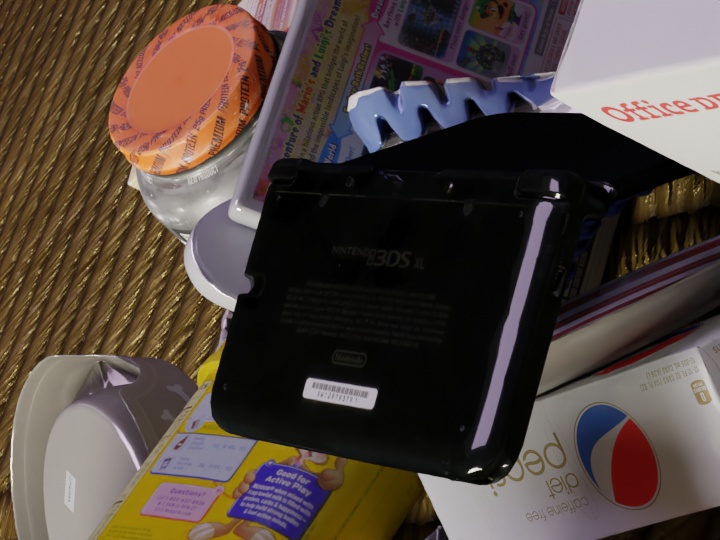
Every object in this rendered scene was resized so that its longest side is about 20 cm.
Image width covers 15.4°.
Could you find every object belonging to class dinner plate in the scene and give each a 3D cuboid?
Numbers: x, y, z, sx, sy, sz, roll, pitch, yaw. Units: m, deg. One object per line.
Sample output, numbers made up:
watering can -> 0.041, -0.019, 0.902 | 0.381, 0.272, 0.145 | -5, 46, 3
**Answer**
dinner plate -> 0.098, 0.025, 1.129 | 0.200, 0.024, 0.200 | -26, 1, 1

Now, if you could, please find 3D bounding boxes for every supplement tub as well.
supplement tub -> -0.034, -0.042, 1.396 | 0.122, 0.200, 0.123 | -26, 41, 24

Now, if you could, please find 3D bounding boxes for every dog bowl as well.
dog bowl -> -0.126, 0.139, 1.476 | 0.200, 0.059, 0.201 | 21, 116, 54

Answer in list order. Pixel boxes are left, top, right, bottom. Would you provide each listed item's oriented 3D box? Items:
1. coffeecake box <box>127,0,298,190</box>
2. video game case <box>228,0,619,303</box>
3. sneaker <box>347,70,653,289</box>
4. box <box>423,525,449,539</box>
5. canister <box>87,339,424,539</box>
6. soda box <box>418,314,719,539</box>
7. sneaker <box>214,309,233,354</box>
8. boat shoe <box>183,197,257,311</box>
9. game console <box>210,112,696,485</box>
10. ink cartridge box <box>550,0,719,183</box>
coffeecake box -> -0.016, -0.087, 1.503 | 0.200, 0.153, 0.073 | -39, 33, 50
video game case -> 0.049, -0.084, 1.302 | 0.024, 0.182, 0.200 | 127, 162, -68
sneaker -> 0.095, -0.036, 1.223 | 0.199, 0.081, 0.116 | -6, 89, 22
box -> 0.016, 0.228, 1.223 | 0.110, 0.035, 0.200 | -46, 27, 40
canister -> -0.058, 0.130, 1.311 | 0.148, 0.087, 0.200 | 3, 46, 41
soda box -> 0.108, 0.068, 1.085 | 0.068, 0.064, 0.200 | -26, 0, -36
sneaker -> -0.066, 0.082, 1.545 | 0.200, 0.080, 0.083 | -69, 15, -10
boat shoe -> 0.000, 0.000, 1.319 | 0.068, 0.200, 0.072 | -46, 55, 54
game console -> 0.053, 0.003, 1.077 | 0.200, 0.116, 0.176 | 5, 77, 55
ink cartridge box -> 0.186, -0.061, 0.905 | 0.144, 0.200, 0.085 | -6, 60, 67
